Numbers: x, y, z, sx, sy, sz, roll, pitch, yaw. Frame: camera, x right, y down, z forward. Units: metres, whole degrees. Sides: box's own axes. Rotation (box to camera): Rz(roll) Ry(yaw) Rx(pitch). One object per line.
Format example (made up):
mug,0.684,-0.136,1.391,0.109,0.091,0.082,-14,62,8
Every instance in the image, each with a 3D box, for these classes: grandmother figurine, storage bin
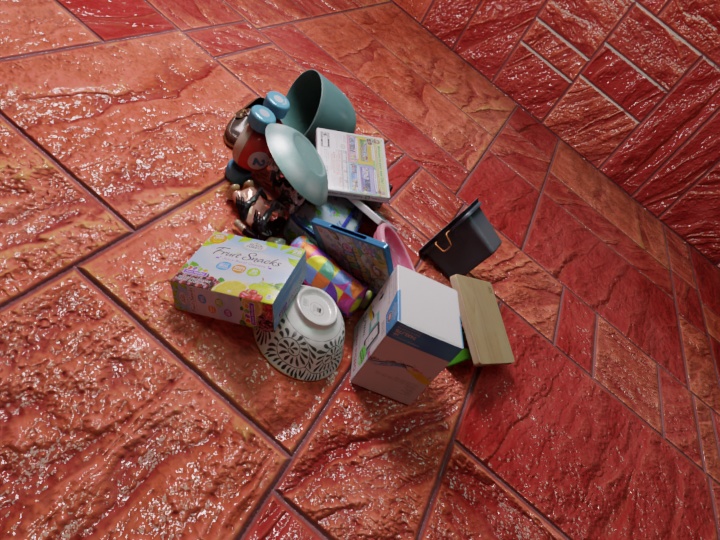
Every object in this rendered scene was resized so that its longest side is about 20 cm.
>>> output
grandmother figurine,-0.216,-0.104,1.167,0.118,0.061,0.203,-23,67,-18
storage bin,0.269,-0.068,1.417,0.135,0.200,0.145,49,38,3

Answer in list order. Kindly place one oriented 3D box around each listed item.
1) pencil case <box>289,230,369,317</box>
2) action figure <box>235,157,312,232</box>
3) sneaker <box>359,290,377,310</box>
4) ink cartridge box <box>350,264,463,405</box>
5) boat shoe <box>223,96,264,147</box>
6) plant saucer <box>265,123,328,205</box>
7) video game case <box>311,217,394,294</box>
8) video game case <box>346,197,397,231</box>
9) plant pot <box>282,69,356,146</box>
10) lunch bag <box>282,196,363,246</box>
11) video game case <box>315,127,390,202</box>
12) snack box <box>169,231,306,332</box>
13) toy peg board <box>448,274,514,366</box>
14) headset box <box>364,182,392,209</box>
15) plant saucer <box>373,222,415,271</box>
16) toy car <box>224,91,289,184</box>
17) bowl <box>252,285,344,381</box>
pencil case,-0.075,0.009,1.123,0.198,0.090,0.088,39,37,13
action figure,-0.166,-0.167,1.135,0.118,0.103,0.200,38,49,9
sneaker,0.000,0.000,1.219,0.080,0.072,0.204,20,40,-17
ink cartridge box,0.086,0.130,1.048,0.142,0.202,0.149,22,39,-15
boat shoe,-0.295,-0.390,1.382,0.069,0.071,0.203,28,40,-12
plant saucer,-0.121,-0.235,1.135,0.201,0.038,0.204,47,25,-29
video game case,-0.012,-0.023,1.104,0.196,0.146,0.018,22,53,34
video game case,0.020,-0.153,1.348,0.142,0.018,0.200,42,7,13
plant pot,-0.105,-0.416,1.466,0.158,0.201,0.205,15,41,-39
lunch bag,-0.081,-0.111,1.262,0.159,0.083,0.201,38,38,-4
video game case,-0.021,-0.256,1.296,0.175,0.022,0.205,6,55,-14
snack box,-0.215,0.014,0.972,0.193,0.069,0.170,13,37,11
toy peg board,0.257,0.132,1.261,0.196,0.096,0.207,11,61,-52
headset box,0.004,-0.240,1.417,0.198,0.078,0.149,38,9,-1
plant saucer,0.076,-0.002,1.187,0.202,0.050,0.204,55,21,-31
toy car,-0.184,-0.269,1.253,0.197,0.186,0.179,33,38,-7
bowl,-0.100,0.096,1.022,0.196,0.095,0.205,23,39,-19
